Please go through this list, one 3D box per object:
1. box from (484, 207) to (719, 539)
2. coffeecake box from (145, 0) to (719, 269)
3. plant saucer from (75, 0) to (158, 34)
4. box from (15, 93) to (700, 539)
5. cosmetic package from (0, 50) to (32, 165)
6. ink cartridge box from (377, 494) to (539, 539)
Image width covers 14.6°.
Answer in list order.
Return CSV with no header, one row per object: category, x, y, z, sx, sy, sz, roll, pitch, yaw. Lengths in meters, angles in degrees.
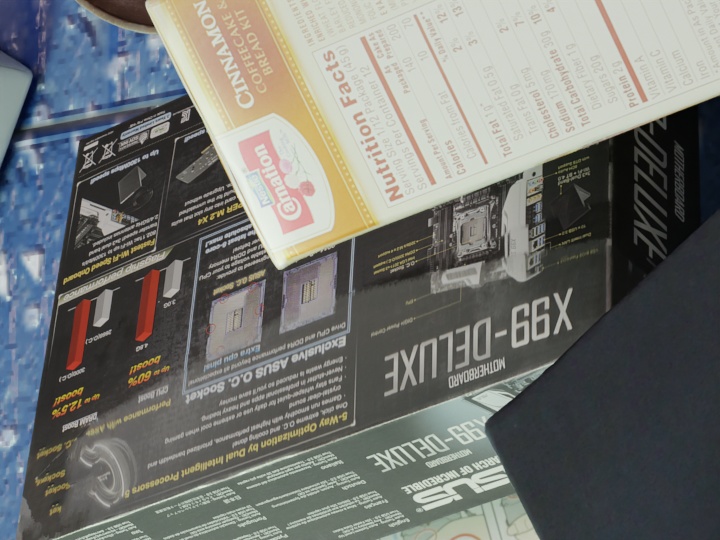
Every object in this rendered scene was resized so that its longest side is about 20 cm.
box,0.171,0.026,0.597,0.198,0.200,0.123,-46,57,29
coffeecake box,0.073,-0.087,0.659,0.200,0.154,0.073,-21,102,26
plant saucer,-0.045,-0.176,0.944,0.200,0.032,0.201,-8,78,43
box,0.000,0.000,0.800,0.200,0.050,0.158,-22,45,28
cosmetic package,-0.253,-0.028,1.055,0.200,0.123,0.200,33,107,39
ink cartridge box,0.038,0.106,0.790,0.200,0.044,0.174,-26,61,23
